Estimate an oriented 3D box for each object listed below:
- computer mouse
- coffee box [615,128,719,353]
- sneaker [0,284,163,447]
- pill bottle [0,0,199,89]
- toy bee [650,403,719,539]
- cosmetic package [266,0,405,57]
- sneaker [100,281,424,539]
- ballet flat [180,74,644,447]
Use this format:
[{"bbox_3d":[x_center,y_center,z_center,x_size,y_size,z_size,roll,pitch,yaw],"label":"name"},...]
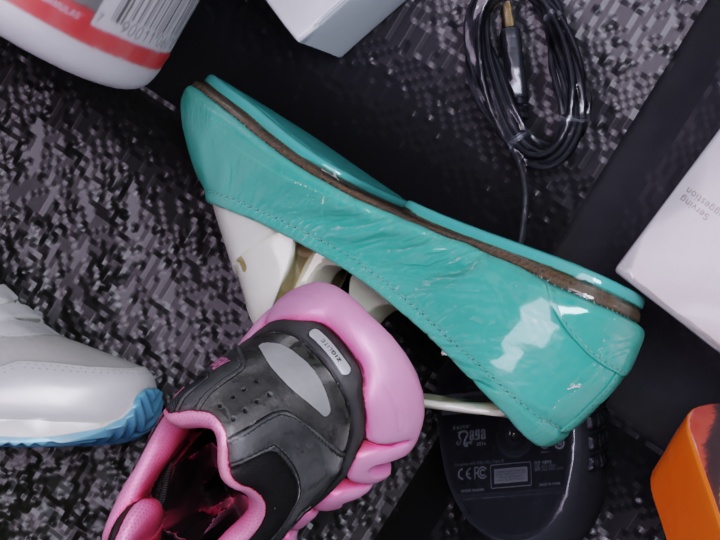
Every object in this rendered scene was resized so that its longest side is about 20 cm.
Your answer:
[{"bbox_3d":[0.058,-0.001,0.866,0.058,0.034,0.201,-5,80,35],"label":"computer mouse"},{"bbox_3d":[0.195,0.019,0.789,0.200,0.080,0.113,39,97,17],"label":"coffee box"},{"bbox_3d":[-0.161,0.015,0.910,0.199,0.076,0.081,14,89,17],"label":"sneaker"},{"bbox_3d":[-0.069,-0.170,0.818,0.114,0.114,0.200,33,99,17],"label":"pill bottle"},{"bbox_3d":[0.149,0.139,0.785,0.108,0.131,0.201,9,70,-14],"label":"toy bee"},{"bbox_3d":[-0.016,-0.199,0.887,0.151,0.052,0.200,-39,76,11],"label":"cosmetic package"},{"bbox_3d":[-0.058,0.090,0.831,0.079,0.095,0.200,41,132,15],"label":"sneaker"},{"bbox_3d":[0.000,0.000,0.842,0.200,0.067,0.071,29,90,34],"label":"ballet flat"}]
